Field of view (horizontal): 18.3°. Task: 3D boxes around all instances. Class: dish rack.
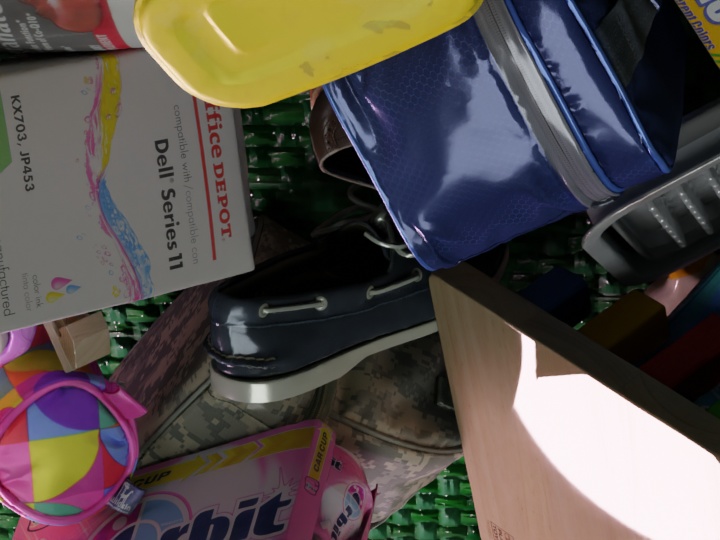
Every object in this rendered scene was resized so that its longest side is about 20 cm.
[{"bbox_3d":[0.194,-0.064,1.039,0.200,0.044,0.172,-29,165,10],"label":"dish rack"}]

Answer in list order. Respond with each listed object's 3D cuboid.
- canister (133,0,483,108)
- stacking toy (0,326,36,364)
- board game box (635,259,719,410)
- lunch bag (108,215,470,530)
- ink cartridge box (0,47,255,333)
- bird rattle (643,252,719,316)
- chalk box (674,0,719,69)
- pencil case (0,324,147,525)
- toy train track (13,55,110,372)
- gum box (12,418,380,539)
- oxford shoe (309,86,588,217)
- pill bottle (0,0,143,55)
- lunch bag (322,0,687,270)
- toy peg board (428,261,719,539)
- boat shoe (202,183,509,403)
[{"bbox_3d":[-0.013,-0.172,0.896,0.148,0.200,0.087,-20,132,25],"label":"canister"},{"bbox_3d":[-0.195,0.008,1.110,0.116,0.200,0.110,33,131,-26],"label":"stacking toy"},{"bbox_3d":[0.215,0.067,1.112,0.152,0.045,0.200,41,146,5],"label":"board game box"},{"bbox_3d":[-0.043,0.091,1.228,0.168,0.139,0.200,30,131,-16],"label":"lunch bag"},{"bbox_3d":[-0.120,-0.046,1.038,0.067,0.200,0.117,8,109,53],"label":"ink cartridge box"},{"bbox_3d":[0.223,0.058,1.220,0.163,0.113,0.200,26,141,9],"label":"bird rattle"},{"bbox_3d":[0.219,-0.181,0.921,0.200,0.125,0.124,-22,131,25],"label":"chalk box"},{"bbox_3d":[-0.171,0.064,1.179,0.088,0.200,0.088,-6,109,-19],"label":"pencil case"},{"bbox_3d":[-0.166,-0.049,1.076,0.033,0.115,0.200,-22,92,46],"label":"toy train track"},{"bbox_3d":[-0.089,0.155,1.122,0.200,0.114,0.066,-18,126,27],"label":"gum box"},{"bbox_3d":[0.068,-0.048,1.116,0.200,0.073,0.071,13,137,-8],"label":"oxford shoe"},{"bbox_3d":[-0.186,-0.150,1.004,0.200,0.111,0.111,-2,137,8],"label":"pill bottle"},{"bbox_3d":[0.074,-0.106,0.967,0.132,0.200,0.136,-20,113,21],"label":"lunch bag"},{"bbox_3d":[0.147,0.092,1.107,0.098,0.199,0.200,-33,133,-24],"label":"toy peg board"},{"bbox_3d":[0.000,0.000,1.120,0.075,0.200,0.062,25,129,43],"label":"boat shoe"}]
